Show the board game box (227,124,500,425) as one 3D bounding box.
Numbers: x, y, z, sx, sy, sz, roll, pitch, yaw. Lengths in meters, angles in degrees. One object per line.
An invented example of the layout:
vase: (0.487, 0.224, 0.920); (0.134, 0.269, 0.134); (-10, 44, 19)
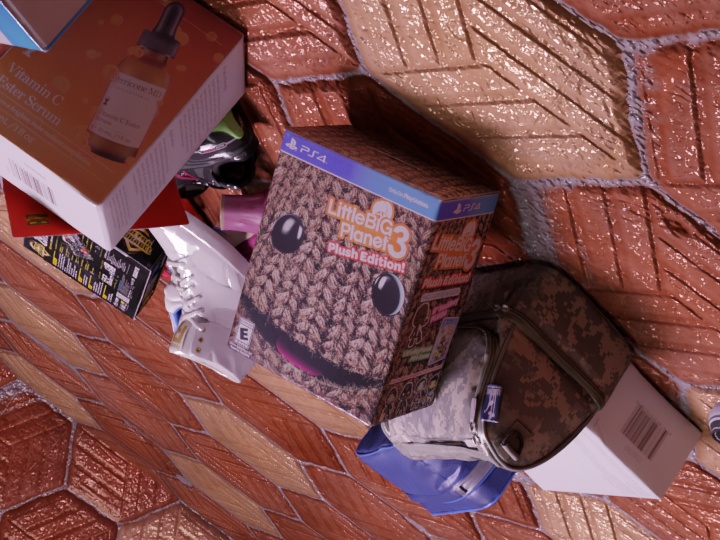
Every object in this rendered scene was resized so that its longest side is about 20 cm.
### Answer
board game box: (0.000, 0.000, 1.247); (0.159, 0.200, 0.097); (26, -160, 28)

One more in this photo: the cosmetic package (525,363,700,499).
cosmetic package: (0.209, 0.150, 1.420); (0.113, 0.081, 0.200); (44, 160, -18)

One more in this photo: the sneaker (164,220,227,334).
sneaker: (-0.153, 0.050, 1.699); (0.080, 0.147, 0.200); (22, 155, 35)

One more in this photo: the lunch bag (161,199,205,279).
lunch bag: (-0.255, -0.074, 1.706); (0.176, 0.082, 0.200); (11, 149, 42)

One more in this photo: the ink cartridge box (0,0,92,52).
ink cartridge box: (-0.306, -0.286, 1.219); (0.200, 0.147, 0.146); (16, 152, 44)

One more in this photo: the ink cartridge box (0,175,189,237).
ink cartridge box: (-0.250, -0.113, 1.369); (0.200, 0.160, 0.047); (-113, 25, -45)

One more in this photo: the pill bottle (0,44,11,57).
pill bottle: (-0.376, -0.270, 1.420); (0.112, 0.112, 0.200); (10, 147, 51)

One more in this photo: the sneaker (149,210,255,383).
sneaker: (-0.165, 0.028, 1.520); (0.200, 0.116, 0.074); (45, 163, -22)

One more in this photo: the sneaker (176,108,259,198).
sneaker: (-0.147, -0.102, 1.464); (0.084, 0.077, 0.200); (39, 162, -4)

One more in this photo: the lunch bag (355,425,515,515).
lunch bag: (0.097, 0.181, 1.588); (0.132, 0.136, 0.200); (40, 160, -8)

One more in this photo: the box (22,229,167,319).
box: (-0.297, -0.030, 1.681); (0.160, 0.049, 0.200); (35, 158, -1)

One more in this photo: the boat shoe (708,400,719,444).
boat shoe: (0.366, 0.170, 1.221); (0.200, 0.066, 0.070); (25, 157, 29)

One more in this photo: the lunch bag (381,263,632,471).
lunch bag: (0.118, 0.098, 1.328); (0.139, 0.168, 0.200); (43, 159, -18)

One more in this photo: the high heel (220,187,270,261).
high heel: (-0.091, -0.041, 1.546); (0.096, 0.068, 0.200); (3, 174, -1)

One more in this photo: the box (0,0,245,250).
box: (-0.217, -0.149, 1.294); (0.152, 0.200, 0.106); (34, 161, 9)
